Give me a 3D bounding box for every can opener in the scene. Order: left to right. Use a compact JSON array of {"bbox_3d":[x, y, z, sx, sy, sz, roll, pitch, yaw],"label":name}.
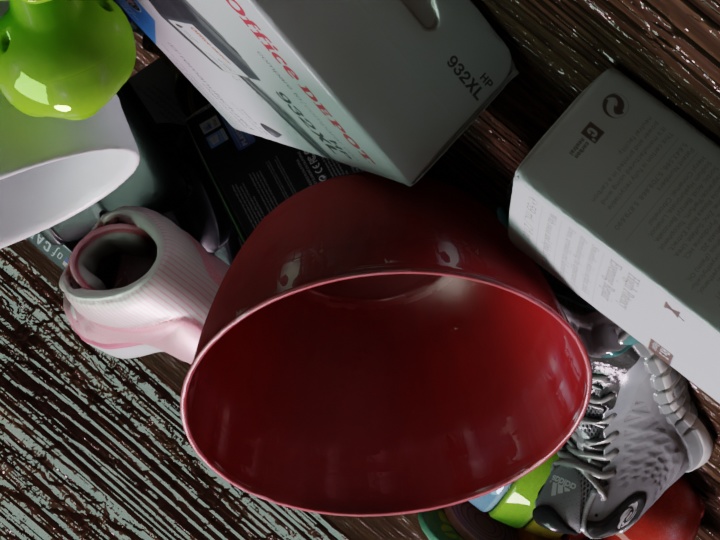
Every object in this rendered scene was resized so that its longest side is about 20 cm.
[{"bbox_3d":[-0.091,0.001,1.423,0.079,0.063,0.201,-63,-42,-60],"label":"can opener"}]

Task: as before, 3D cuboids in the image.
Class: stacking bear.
[{"bbox_3d":[0.133,0.133,1.546,0.200,0.122,0.114,30,133,-1],"label":"stacking bear"}]

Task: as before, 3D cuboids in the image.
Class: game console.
[{"bbox_3d":[-0.187,-0.129,1.358,0.175,0.117,0.200,-15,119,38],"label":"game console"}]

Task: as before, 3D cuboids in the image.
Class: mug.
[{"bbox_3d":[-0.215,-0.103,1.210,0.200,0.147,0.176,119,128,-76],"label":"mug"}]

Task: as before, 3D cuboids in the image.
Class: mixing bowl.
[{"bbox_3d":[0.009,0.022,1.154,0.200,0.199,0.109,53,-155,-47],"label":"mixing bowl"}]

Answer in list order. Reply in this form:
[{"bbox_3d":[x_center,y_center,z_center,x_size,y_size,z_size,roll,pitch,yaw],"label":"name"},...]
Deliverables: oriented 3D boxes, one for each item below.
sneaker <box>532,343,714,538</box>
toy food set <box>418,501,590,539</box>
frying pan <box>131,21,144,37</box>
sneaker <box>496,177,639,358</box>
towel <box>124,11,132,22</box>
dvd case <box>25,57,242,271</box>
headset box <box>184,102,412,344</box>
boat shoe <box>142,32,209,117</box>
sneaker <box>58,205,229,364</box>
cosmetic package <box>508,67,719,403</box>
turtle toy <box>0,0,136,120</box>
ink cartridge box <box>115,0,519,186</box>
[{"bbox_3d":[0.135,0.095,1.355,0.075,0.116,0.200,30,165,42],"label":"sneaker"},{"bbox_3d":[0.135,0.196,1.599,0.199,0.049,0.198,6,-149,-26],"label":"toy food set"},{"bbox_3d":[-0.147,-0.170,1.514,0.115,0.031,0.190,33,164,36],"label":"frying pan"},{"bbox_3d":[0.102,-0.013,1.216,0.091,0.077,0.200,60,162,-11],"label":"sneaker"},{"bbox_3d":[-0.208,-0.219,1.388,0.200,0.050,0.148,43,156,-7],"label":"towel"},{"bbox_3d":[-0.129,-0.053,1.511,0.150,0.200,0.025,39,134,10],"label":"dvd case"},{"bbox_3d":[0.000,0.000,1.357,0.174,0.093,0.200,61,-178,33],"label":"headset box"},{"bbox_3d":[-0.081,-0.112,1.396,0.072,0.068,0.200,32,167,31],"label":"boat shoe"},{"bbox_3d":[-0.134,0.002,1.320,0.105,0.076,0.200,37,168,-32],"label":"sneaker"},{"bbox_3d":[0.164,0.008,1.035,0.200,0.074,0.102,39,170,13],"label":"cosmetic package"},{"bbox_3d":[-0.164,-0.166,1.083,0.101,0.145,0.201,121,127,-79],"label":"turtle toy"},{"bbox_3d":[-0.037,-0.131,1.137,0.145,0.084,0.200,48,167,-28],"label":"ink cartridge box"}]
